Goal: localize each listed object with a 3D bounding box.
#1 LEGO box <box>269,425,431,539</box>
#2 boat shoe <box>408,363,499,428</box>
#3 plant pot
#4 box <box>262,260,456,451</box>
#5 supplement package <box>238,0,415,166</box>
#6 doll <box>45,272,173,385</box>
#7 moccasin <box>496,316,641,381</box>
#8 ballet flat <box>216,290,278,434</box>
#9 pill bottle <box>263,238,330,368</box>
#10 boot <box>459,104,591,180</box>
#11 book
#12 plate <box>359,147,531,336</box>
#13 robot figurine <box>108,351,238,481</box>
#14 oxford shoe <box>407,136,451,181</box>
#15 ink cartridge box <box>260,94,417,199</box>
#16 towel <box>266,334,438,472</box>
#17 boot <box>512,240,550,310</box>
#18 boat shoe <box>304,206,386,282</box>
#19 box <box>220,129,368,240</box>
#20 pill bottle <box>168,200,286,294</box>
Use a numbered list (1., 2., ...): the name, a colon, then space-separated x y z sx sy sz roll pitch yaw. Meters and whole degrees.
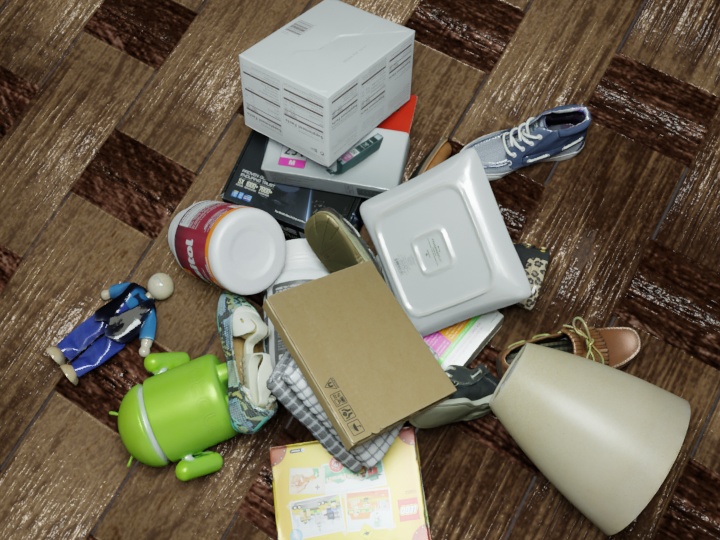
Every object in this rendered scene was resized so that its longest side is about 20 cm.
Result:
1. LEGO box: -0.013 0.297 1.054 0.195 0.077 0.152 -8 71 3
2. boat shoe: 0.117 0.158 1.040 0.072 0.198 0.069 -40 66 32
3. plant pot: 0.265 0.183 0.995 0.198 0.188 0.189 34 77 9
4. box: 0.000 0.091 0.949 0.161 0.021 0.202 -19 64 -34
5. supplement package: -0.044 -0.263 1.109 0.154 0.112 0.200 28 51 24
6. doll: -0.351 0.079 1.177 0.199 0.049 0.136 -42 63 -15
7. moccasin: 0.281 0.108 1.085 0.196 0.078 0.075 -4 68 -1
8. ballet flat: -0.140 0.107 1.047 0.073 0.075 0.204 -14 66 1
9. pill bottle: -0.077 0.068 1.117 0.114 0.117 0.205 -5 71 4
10. boot: 0.238 -0.194 1.187 0.196 0.091 0.074 -15 70 0
11. book: 0.085 0.055 1.144 0.199 0.048 0.134 41 81 18
12. plate: 0.100 -0.027 1.054 0.198 0.032 0.203 -23 89 35
13. robot figurine: -0.238 0.189 1.093 0.197 0.116 0.178 -23 75 -2
14. oxford shoe: 0.098 -0.111 1.184 0.070 0.071 0.202 30 62 -5
15. ink cartridge box: -0.026 -0.197 1.151 0.195 0.044 0.177 10 72 8
16. towel: -0.010 0.125 1.019 0.166 0.085 0.201 46 48 -13
17. boot: 0.191 -0.041 1.144 0.148 0.074 0.202 21 50 2
18. boat shoe: -0.001 0.000 1.099 0.071 0.066 0.203 -27 105 29
19. box: -0.081 -0.130 1.201 0.197 0.086 0.166 21 74 12
20. pill bottle: -0.194 -0.037 1.123 0.199 0.113 0.114 14 67 56
